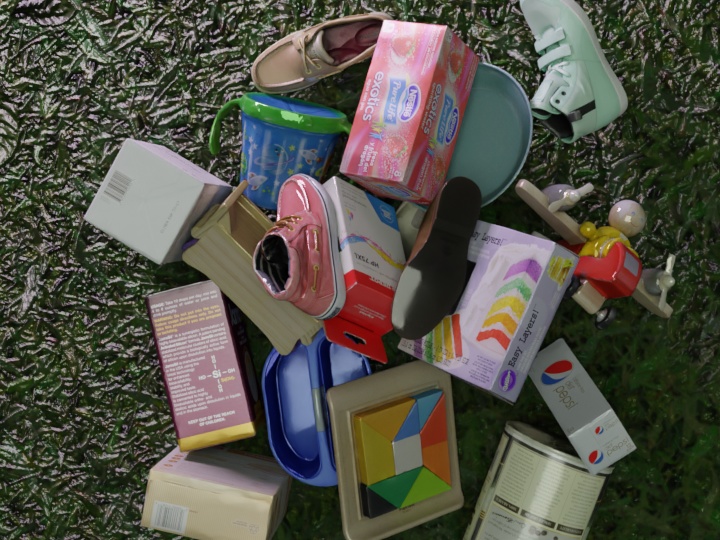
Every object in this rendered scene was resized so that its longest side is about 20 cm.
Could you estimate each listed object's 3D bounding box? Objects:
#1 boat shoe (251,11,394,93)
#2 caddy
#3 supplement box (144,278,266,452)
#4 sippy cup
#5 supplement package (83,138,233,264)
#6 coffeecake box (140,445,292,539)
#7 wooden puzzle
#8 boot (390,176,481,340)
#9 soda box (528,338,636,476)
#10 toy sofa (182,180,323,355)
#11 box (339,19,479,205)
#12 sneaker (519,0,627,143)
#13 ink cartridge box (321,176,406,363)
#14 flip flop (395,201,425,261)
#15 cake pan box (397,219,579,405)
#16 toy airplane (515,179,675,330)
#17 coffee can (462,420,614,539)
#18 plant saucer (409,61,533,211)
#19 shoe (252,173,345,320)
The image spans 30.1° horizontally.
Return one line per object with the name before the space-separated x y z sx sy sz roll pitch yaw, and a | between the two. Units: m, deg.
boat shoe | -0.049 -0.282 1.696 0.198 0.066 0.075 -23 91 5
caddy | -0.050 0.170 1.696 0.140 0.105 0.202 -8 92 4
supplement box | -0.194 0.114 1.695 0.102 0.131 0.202 -13 92 3
sippy cup | -0.095 -0.145 1.682 0.177 0.139 0.132 27 109 44
supplement package | -0.245 -0.084 1.653 0.109 0.200 0.114 30 94 2
coffeecake box | -0.172 0.276 1.664 0.152 0.200 0.074 11 94 4
wooden puzzle | 0.050 0.224 1.667 0.184 0.037 0.202 -14 100 -32
boot | 0.086 -0.011 1.586 0.073 0.075 0.202 24 80 -12
soda box | 0.262 0.162 1.623 0.063 0.200 0.068 -33 113 4
toy sofa | -0.115 -0.002 1.630 0.200 0.083 0.098 44 119 -7
box | 0.062 -0.192 1.639 0.094 0.102 0.202 12 81 32
sneaker | 0.238 -0.255 1.650 0.118 0.074 0.201 -35 92 -31
ink cartridge box | 0.000 0.000 1.612 0.067 0.116 0.201 -34 51 30
flip flop | 0.054 -0.026 1.704 0.081 0.058 0.201 33 94 2
cake pan box | 0.145 0.039 1.560 0.052 0.200 0.185 29 87 -34
toy airplane | 0.289 -0.027 1.621 0.141 0.200 0.199 -50 60 8
coffee can | 0.213 0.308 1.662 0.145 0.146 0.202 21 94 3
plant saucer | 0.129 -0.160 1.671 0.198 0.036 0.202 -9 71 28
shoe | -0.078 -0.041 1.552 0.071 0.091 0.202 -34 53 29
